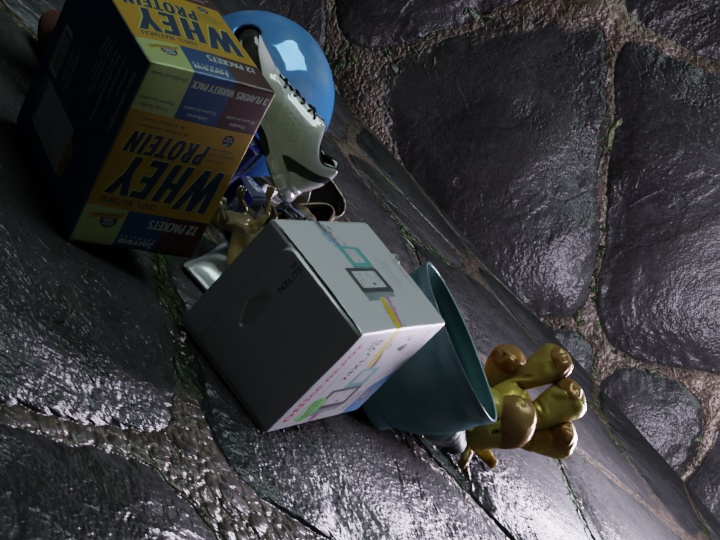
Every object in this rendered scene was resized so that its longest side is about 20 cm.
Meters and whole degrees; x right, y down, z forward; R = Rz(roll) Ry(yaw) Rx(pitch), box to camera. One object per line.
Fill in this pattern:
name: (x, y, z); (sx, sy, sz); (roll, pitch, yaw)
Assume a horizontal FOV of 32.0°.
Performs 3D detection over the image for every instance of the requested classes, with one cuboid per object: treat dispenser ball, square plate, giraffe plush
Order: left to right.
treat dispenser ball: (-0.131, -0.216, 1.538); (0.201, 0.201, 0.201); (44, 11, -11)
square plate: (-0.102, 0.045, 1.433); (0.200, 0.028, 0.198); (46, 11, -1)
giraffe plush: (0.186, 0.187, 1.659); (0.162, 0.199, 0.174); (0, 71, -68)

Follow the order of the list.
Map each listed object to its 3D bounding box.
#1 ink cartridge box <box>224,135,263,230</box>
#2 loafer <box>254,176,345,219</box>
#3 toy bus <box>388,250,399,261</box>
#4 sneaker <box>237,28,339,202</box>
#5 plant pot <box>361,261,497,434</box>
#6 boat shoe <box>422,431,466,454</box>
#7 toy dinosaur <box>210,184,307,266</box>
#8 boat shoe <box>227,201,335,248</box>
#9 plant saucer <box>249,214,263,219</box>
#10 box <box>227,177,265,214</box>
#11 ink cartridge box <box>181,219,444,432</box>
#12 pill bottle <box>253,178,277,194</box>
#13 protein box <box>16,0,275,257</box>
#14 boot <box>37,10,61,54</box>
ink cartridge box: (-0.201, -0.138, 1.422); (0.200, 0.136, 0.076); (45, 12, -4)
loafer: (-0.086, -0.134, 1.727); (0.200, 0.076, 0.068); (36, -13, -38)
toy bus: (0.031, 0.044, 1.652); (0.200, 0.078, 0.066); (57, 30, -59)
sneaker: (-0.083, -0.180, 1.405); (0.074, 0.079, 0.201); (-84, 156, -62)
plant pot: (0.060, 0.108, 1.470); (0.200, 0.133, 0.202); (-24, 90, -80)
boat shoe: (0.067, 0.155, 1.593); (0.200, 0.070, 0.064); (54, 0, 37)
toy dinosaur: (-0.107, -0.026, 1.387); (0.058, 0.101, 0.200); (7, -37, 43)
boat shoe: (-0.091, -0.051, 1.492); (0.072, 0.073, 0.200); (42, 22, 7)
plant saucer: (-0.084, -0.004, 1.615); (0.200, 0.034, 0.200); (47, 5, -5)
box: (-0.218, -0.151, 1.633); (0.200, 0.051, 0.158); (48, 12, 8)
ink cartridge box: (-0.044, 0.050, 1.251); (0.146, 0.147, 0.200); (51, 21, 17)
pill bottle: (-0.177, -0.205, 1.816); (0.200, 0.113, 0.113); (48, 11, 6)
protein box: (-0.214, -0.156, 1.205); (0.134, 0.199, 0.200); (8, 34, -39)
boot: (-0.330, -0.317, 1.447); (0.189, 0.068, 0.201); (55, -30, 41)
